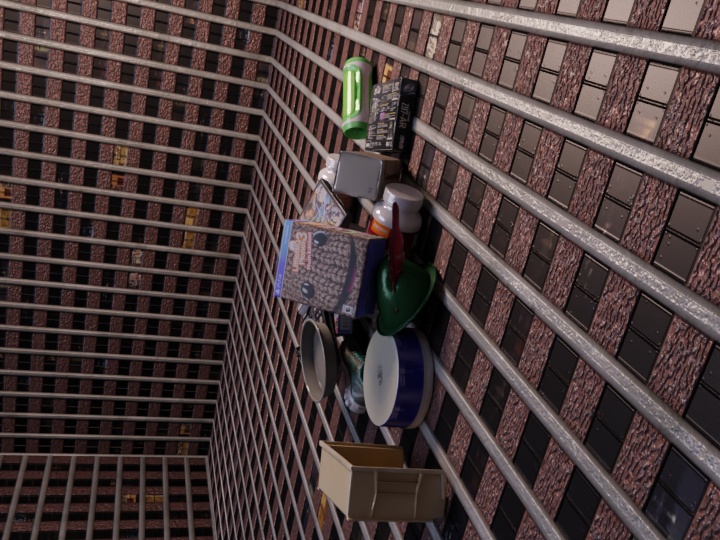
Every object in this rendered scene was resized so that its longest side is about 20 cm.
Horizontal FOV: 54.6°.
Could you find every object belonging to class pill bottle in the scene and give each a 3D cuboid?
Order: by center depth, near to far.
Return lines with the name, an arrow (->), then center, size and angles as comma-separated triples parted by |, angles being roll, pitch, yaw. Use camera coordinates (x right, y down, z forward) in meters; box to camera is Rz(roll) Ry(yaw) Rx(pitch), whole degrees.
pill bottle -> 0.067, -0.075, 1.483 | 0.114, 0.110, 0.204 | -116, 36, -56
pill bottle -> -0.071, -0.211, 1.925 | 0.113, 0.109, 0.204 | -120, 40, -59

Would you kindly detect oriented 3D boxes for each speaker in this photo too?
speaker -> -0.007, -0.457, 1.851 | 0.088, 0.086, 0.205 | 145, 128, -65

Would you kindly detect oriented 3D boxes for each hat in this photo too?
hat -> 0.040, -0.003, 1.371 | 0.202, 0.175, 0.165 | -55, 22, -8

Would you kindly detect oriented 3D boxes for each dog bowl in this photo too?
dog bowl -> 0.074, 0.218, 1.429 | 0.200, 0.077, 0.206 | -174, 90, -71

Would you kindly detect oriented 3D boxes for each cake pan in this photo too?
cake pan -> -0.102, 0.218, 1.699 | 0.199, 0.036, 0.206 | 176, 90, -68

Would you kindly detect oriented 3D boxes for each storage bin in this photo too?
storage bin -> 0.037, 0.392, 1.307 | 0.199, 0.194, 0.096 | 176, 101, -70

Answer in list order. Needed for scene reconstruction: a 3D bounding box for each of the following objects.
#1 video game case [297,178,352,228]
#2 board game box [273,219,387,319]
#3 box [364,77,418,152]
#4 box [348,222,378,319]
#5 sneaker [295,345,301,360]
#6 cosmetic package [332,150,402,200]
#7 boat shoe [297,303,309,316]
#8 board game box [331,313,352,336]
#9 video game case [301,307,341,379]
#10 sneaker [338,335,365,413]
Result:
video game case -> -0.106, -0.094, 1.691 | 0.202, 0.025, 0.182 | -59, 37, 20
board game box -> -0.063, -0.006, 1.432 | 0.096, 0.196, 0.164 | -6, -73, -65
box -> 0.069, -0.365, 1.662 | 0.200, 0.042, 0.165 | -157, 73, -70
box -> 0.000, 0.000, 1.641 | 0.060, 0.115, 0.205 | -30, 52, 43
sneaker -> -0.132, 0.239, 2.003 | 0.199, 0.089, 0.078 | 151, 125, -66
cosmetic package -> 0.020, -0.212, 1.539 | 0.200, 0.101, 0.089 | -33, -44, -73
boat shoe -> -0.135, 0.030, 1.796 | 0.072, 0.065, 0.202 | -61, -4, -50
board game box -> -0.069, 0.069, 1.796 | 0.199, 0.042, 0.206 | 153, 119, -69
video game case -> -0.103, 0.180, 1.780 | 0.201, 0.025, 0.185 | 124, 137, -58
sneaker -> 0.003, 0.235, 1.670 | 0.091, 0.076, 0.203 | -46, 42, 35
